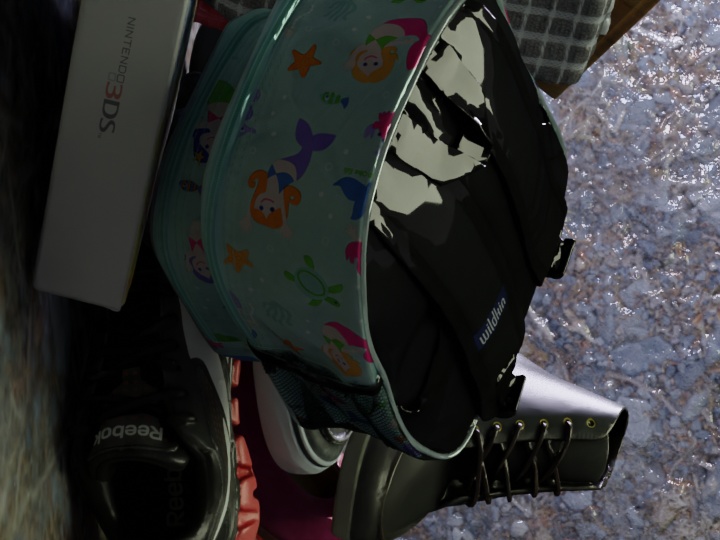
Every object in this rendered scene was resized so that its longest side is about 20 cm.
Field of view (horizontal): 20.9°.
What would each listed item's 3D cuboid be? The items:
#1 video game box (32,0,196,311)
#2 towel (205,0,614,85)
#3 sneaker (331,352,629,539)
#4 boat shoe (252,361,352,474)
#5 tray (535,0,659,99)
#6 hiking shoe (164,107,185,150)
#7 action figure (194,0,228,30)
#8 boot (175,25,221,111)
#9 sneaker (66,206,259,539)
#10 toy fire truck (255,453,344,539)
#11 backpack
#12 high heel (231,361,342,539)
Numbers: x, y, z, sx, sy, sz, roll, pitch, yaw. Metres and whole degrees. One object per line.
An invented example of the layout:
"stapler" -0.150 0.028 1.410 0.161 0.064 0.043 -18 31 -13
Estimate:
"video game box" -0.091 -0.116 0.829 0.182 0.047 0.200 -90 -167 -56
"towel" 0.039 -0.178 0.893 0.086 0.199 0.166 -90 -167 -57
"sneaker" 0.066 0.092 1.005 0.200 0.106 0.075 -37 142 -56
"boat shoe" 0.000 0.000 0.943 0.072 0.071 0.201 32 63 -56
"tray" 0.056 -0.180 0.968 0.099 0.200 0.037 -43 -156 30
"hiking shoe" -0.044 -0.006 1.009 0.200 0.086 0.075 53 26 -35
"action figure" -0.039 -0.141 0.989 0.052 0.199 0.066 136 -31 -61
"boot" -0.089 -0.088 1.146 0.200 0.065 0.165 22 64 -81
"sneaker" -0.093 0.050 0.888 0.098 0.071 0.201 7 75 -77
"toy fire truck" -0.057 0.131 1.052 0.141 0.049 0.200 51 17 -18
"backpack" 0.002 -0.034 0.820 0.200 0.150 0.178 67 43 -63
"high heel" -0.031 0.068 0.987 0.200 0.096 0.067 52 18 -16
